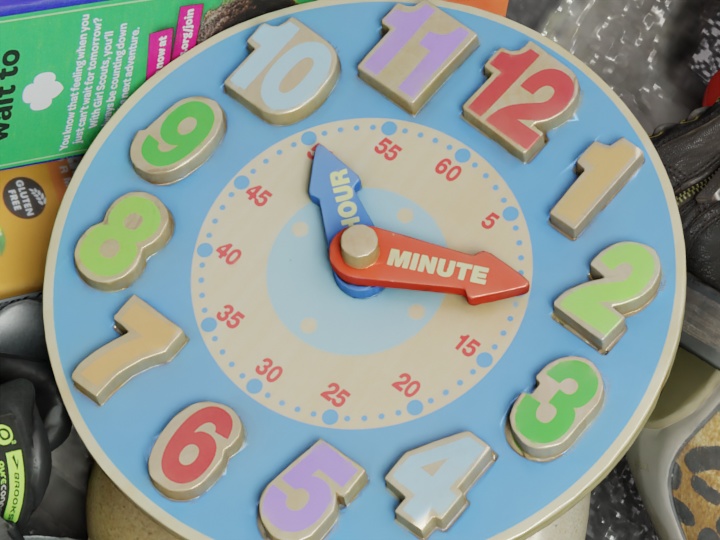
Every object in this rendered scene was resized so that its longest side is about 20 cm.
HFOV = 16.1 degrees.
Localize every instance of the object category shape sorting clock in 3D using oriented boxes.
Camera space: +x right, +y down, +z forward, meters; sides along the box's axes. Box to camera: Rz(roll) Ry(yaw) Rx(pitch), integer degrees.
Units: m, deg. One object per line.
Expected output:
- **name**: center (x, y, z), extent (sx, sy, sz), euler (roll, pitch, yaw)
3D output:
- **shape sorting clock**: center (0.000, 0.000, 0.785), extent (0.200, 0.039, 0.200), euler (-2, 61, 3)

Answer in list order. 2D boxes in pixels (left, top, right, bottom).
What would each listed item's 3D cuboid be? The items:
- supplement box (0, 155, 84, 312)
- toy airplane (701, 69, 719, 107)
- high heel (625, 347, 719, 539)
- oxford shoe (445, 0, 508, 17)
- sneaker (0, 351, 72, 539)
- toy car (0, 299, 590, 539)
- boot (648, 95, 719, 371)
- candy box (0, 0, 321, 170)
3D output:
- **supplement box**: center (-0.180, -0.001, 0.843), extent (0.200, 0.069, 0.067), euler (-14, 77, -31)
- **toy airplane**: center (0.197, -0.013, 0.941), extent (0.141, 0.199, 0.200), euler (-25, 80, -16)
- **high heel**: center (0.158, 0.087, 0.911), extent (0.142, 0.071, 0.200), euler (29, 97, -16)
- **oxford shoe**: center (0.027, -0.052, 0.910), extent (0.071, 0.073, 0.200), euler (11, 36, -12)
- **sneaker**: center (-0.135, 0.055, 0.731), extent (0.083, 0.200, 0.071), euler (-7, 99, 12)
- **toy car**: center (-0.033, 0.077, 0.837), extent (0.200, 0.158, 0.165), euler (13, 73, -6)
- **boot**: center (0.142, -0.058, 0.848), extent (0.069, 0.200, 0.174), euler (28, 97, -32)
- **candy box**: center (-0.121, -0.114, 0.873), extent (0.200, 0.077, 0.169), euler (-14, 46, -28)
